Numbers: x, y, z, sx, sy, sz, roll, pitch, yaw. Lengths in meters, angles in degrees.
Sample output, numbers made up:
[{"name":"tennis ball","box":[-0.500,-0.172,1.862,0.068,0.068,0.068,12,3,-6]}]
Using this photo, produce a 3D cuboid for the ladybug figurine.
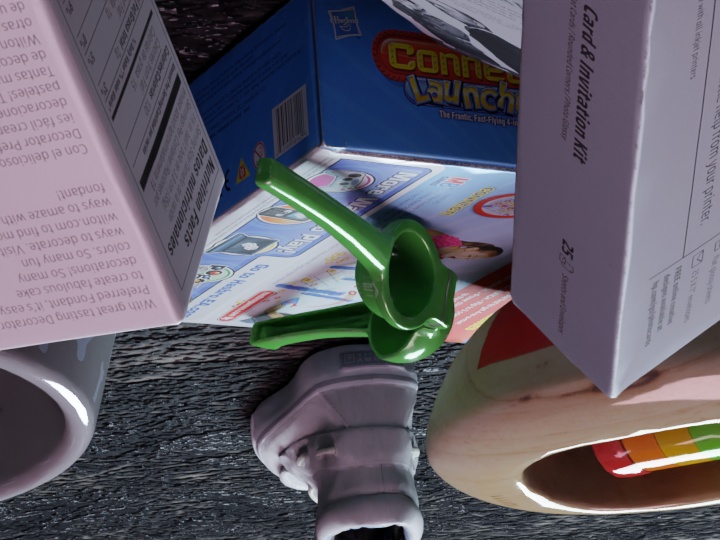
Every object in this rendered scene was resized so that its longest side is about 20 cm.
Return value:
[{"name":"ladybug figurine","box":[0.116,0.036,0.975,0.199,0.072,0.136,-11,156,25]}]

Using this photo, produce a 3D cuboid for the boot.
[{"name":"boot","box":[-0.012,0.107,1.360,0.073,0.096,0.200,-1,164,-8]}]

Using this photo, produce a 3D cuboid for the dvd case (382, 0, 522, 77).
[{"name":"dvd case","box":[0.050,-0.071,0.745,0.150,0.025,0.200,26,179,25]}]

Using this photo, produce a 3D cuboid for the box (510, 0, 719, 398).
[{"name":"box","box":[0.122,-0.076,0.606,0.200,0.041,0.156,-34,152,-20]}]

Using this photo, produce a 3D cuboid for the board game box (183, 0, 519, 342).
[{"name":"board game box","box":[0.027,-0.029,0.972,0.195,0.056,0.200,5,162,-28]}]

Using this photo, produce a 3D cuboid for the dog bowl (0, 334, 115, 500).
[{"name":"dog bowl","box":[-0.176,0.029,0.913,0.199,0.059,0.200,-3,156,-1]}]

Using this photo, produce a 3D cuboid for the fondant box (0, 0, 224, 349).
[{"name":"fondant box","box":[-0.131,-0.069,0.611,0.143,0.058,0.201,-8,126,17]}]

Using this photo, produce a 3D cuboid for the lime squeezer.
[{"name":"lime squeezer","box":[0.000,0.000,0.925,0.070,0.038,0.200,27,165,5]}]
